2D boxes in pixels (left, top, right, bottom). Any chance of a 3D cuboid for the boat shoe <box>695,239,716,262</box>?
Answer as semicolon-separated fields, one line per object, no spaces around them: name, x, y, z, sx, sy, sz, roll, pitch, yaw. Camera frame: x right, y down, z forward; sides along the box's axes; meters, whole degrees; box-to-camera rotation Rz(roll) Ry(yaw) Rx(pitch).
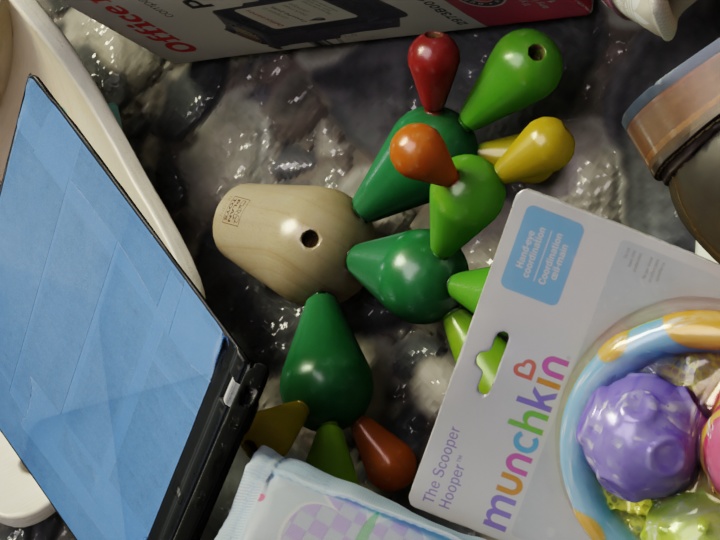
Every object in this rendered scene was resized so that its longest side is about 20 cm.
boat shoe;0.147;0.004;0.887;0.071;0.070;0.202;3;71;13

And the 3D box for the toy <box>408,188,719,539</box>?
toy;0.119;0.067;0.808;0.199;0.047;0.116;21;113;4

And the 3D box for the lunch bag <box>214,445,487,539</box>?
lunch bag;0.003;0.177;0.848;0.169;0.127;0.201;22;93;1

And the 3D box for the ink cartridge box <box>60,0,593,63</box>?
ink cartridge box;-0.029;-0.146;1.006;0.199;0.145;0.085;-4;71;34

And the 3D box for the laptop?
laptop;-0.111;0.080;0.908;0.115;0.188;0.201;23;53;-1

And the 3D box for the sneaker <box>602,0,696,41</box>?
sneaker;0.160;-0.150;0.904;0.200;0.075;0.090;-35;49;5

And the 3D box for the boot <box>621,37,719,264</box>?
boot;0.181;-0.056;0.808;0.200;0.075;0.097;-34;75;30

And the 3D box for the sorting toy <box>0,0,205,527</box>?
sorting toy;-0.145;0.001;1.072;0.200;0.107;0.180;-49;60;11

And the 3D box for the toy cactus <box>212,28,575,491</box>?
toy cactus;0.000;0.000;0.978;0.165;0.102;0.201;17;92;48
